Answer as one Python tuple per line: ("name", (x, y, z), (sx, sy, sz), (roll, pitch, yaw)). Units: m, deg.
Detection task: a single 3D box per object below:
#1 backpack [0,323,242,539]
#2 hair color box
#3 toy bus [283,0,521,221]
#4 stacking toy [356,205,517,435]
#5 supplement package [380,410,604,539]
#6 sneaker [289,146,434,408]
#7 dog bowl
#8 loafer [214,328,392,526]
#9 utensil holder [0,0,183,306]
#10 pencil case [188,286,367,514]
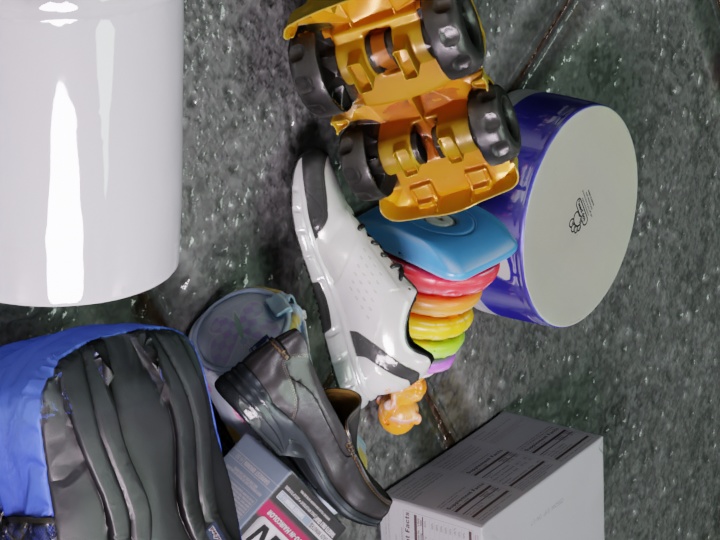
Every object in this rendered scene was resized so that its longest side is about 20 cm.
("backpack", (-0.184, 0.137, 1.520), (0.162, 0.167, 0.201), (-16, 101, -48))
("hair color box", (-0.112, 0.227, 1.701), (0.200, 0.061, 0.099), (-48, 140, -7))
("toy bus", (0.039, -0.168, 1.768), (0.193, 0.135, 0.201), (-82, 150, -52))
("stacking toy", (0.047, 0.046, 1.905), (0.110, 0.116, 0.201), (-26, 133, -51))
("supplement package", (0.118, 0.240, 2.049), (0.200, 0.110, 0.157), (-28, 123, -47))
("sneaker", (0.000, 0.000, 1.775), (0.074, 0.079, 0.201), (-47, 121, -79))
("dog bowl", (0.161, -0.054, 2.039), (0.200, 0.078, 0.201), (-24, 120, -50))
("loafer", (-0.023, 0.118, 1.695), (0.072, 0.073, 0.200), (-44, 136, -3))
("utensil holder", (-0.190, -0.099, 1.438), (0.170, 0.169, 0.201), (-25, 124, -49))
("pencil case", (-0.060, 0.102, 1.766), (0.091, 0.083, 0.201), (-40, 135, -18))
